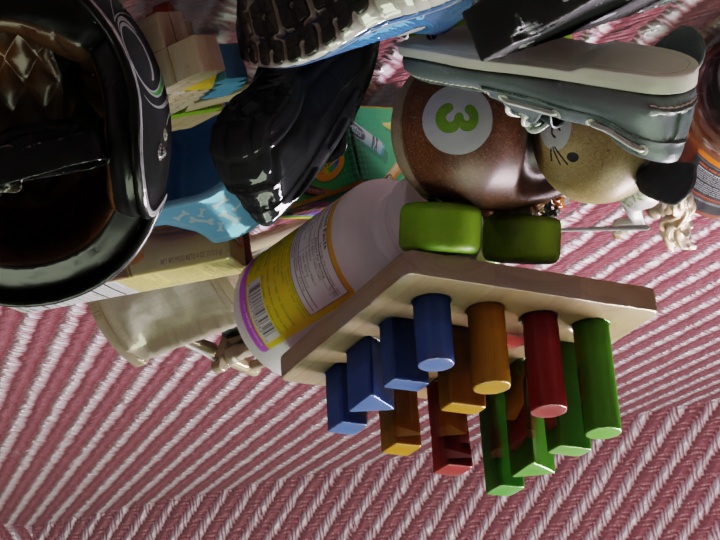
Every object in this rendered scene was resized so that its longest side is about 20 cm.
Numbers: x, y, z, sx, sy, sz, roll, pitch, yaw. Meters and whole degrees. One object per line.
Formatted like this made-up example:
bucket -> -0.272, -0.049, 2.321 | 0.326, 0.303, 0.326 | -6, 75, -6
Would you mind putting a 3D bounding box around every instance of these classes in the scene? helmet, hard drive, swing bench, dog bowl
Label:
helmet -> -0.200, -0.081, 1.062 | 0.198, 0.202, 0.191 | -5, 176, -8
hard drive -> 0.172, -0.179, 1.052 | 0.199, 0.038, 0.139 | -20, 178, -38
swing bench -> -0.119, 0.014, 1.662 | 0.199, 0.131, 0.198 | 6, 163, -41
dog bowl -> -0.150, -0.072, 1.340 | 0.199, 0.112, 0.050 | -11, 153, 20

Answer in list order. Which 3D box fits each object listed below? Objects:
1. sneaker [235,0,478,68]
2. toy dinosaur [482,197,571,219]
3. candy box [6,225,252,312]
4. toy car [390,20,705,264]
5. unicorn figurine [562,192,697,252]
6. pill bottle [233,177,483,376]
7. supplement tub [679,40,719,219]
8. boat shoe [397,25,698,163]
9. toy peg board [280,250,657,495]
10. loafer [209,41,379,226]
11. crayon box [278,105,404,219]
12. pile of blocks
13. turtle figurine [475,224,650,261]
sneaker -> 0.014, -0.161, 1.096 | 0.199, 0.079, 0.089 | -13, 163, 27
toy dinosaur -> 0.128, -0.052, 1.586 | 0.135, 0.102, 0.200 | -21, 151, -43
candy box -> -0.189, -0.042, 1.417 | 0.199, 0.116, 0.055 | -10, 166, 16
toy car -> 0.134, -0.091, 1.170 | 0.157, 0.166, 0.199 | 5, 176, -42
unicorn figurine -> 0.178, -0.089, 1.436 | 0.199, 0.074, 0.138 | 18, 162, 14
pill bottle -> 0.000, 0.000, 1.324 | 0.104, 0.105, 0.200 | 4, 155, -38
supplement tub -> 0.287, -0.112, 1.377 | 0.106, 0.108, 0.200 | -6, 167, 0
boat shoe -> 0.108, -0.106, 1.096 | 0.199, 0.062, 0.073 | 12, -151, 32
toy peg board -> 0.075, 0.082, 1.268 | 0.198, 0.098, 0.200 | 8, 153, -26
loafer -> -0.035, -0.101, 1.147 | 0.068, 0.071, 0.201 | -2, -148, 26
crayon box -> 0.010, -0.082, 1.415 | 0.118, 0.059, 0.199 | -16, 172, 37
pile of blocks -> -0.114, -0.139, 1.185 | 0.082, 0.063, 0.200 | -15, 177, -15
turtle figurine -> 0.097, 0.025, 1.461 | 0.199, 0.145, 0.194 | -5, -168, -25
